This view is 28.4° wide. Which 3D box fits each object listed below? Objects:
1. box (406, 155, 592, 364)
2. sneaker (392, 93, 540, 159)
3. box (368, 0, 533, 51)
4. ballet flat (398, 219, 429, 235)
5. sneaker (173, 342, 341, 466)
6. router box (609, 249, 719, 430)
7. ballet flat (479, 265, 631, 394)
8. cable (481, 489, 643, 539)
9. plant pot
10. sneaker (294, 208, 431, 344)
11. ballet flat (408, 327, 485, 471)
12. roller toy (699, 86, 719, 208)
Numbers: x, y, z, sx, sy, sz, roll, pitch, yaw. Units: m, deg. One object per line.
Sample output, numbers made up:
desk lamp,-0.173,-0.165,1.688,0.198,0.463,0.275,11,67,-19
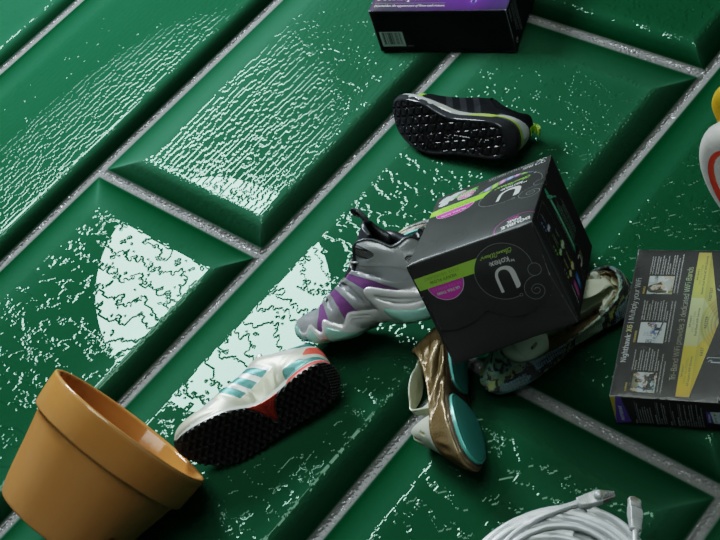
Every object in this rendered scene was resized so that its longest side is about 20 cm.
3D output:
box,0.154,-0.015,1.527,0.148,0.125,0.200,-21,18,22
sneaker,0.135,-0.185,1.806,0.199,0.072,0.083,20,36,32
box,0.130,-0.374,1.952,0.199,0.079,0.141,4,50,23
ballet flat,0.139,-0.039,1.673,0.199,0.072,0.072,-5,49,17
sneaker,-0.121,0.146,1.610,0.199,0.070,0.093,-29,29,-2
router box,0.357,0.070,1.493,0.157,0.052,0.201,2,52,23
ballet flat,0.209,0.058,1.550,0.200,0.074,0.074,-34,47,-10
cable,0.185,0.315,1.335,0.199,0.069,0.201,-13,48,11
plant pot,-0.288,0.220,1.525,0.200,0.200,0.140,34,84,39
sneaker,0.000,0.000,1.611,0.199,0.140,0.078,-15,4,25
ballet flat,0.086,0.145,1.530,0.072,0.068,0.201,-30,43,22
roller toy,0.459,-0.109,1.517,0.140,0.200,0.182,-38,54,-13
